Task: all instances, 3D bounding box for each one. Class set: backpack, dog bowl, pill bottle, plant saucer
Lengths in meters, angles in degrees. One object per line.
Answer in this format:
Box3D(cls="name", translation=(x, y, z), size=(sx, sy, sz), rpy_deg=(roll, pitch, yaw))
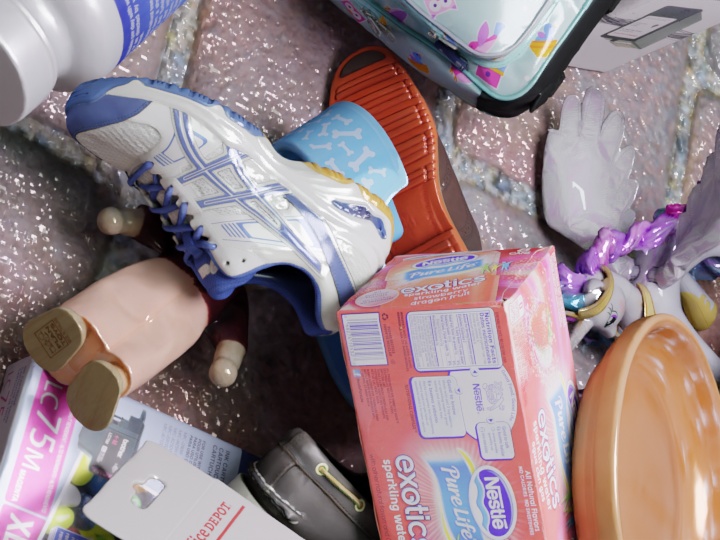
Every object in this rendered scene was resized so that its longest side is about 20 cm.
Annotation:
Box3D(cls="backpack", translation=(0.061, -0.214, 1.390), size=(0.200, 0.153, 0.176), rpy_deg=(36, 89, 12))
Box3D(cls="dog bowl", translation=(0.000, 0.000, 1.343), size=(0.049, 0.111, 0.200), rpy_deg=(-21, 90, -25))
Box3D(cls="pill bottle", translation=(-0.160, -0.173, 1.268), size=(0.112, 0.112, 0.200), rpy_deg=(51, 53, -13))
Box3D(cls="plant saucer", translation=(0.167, 0.126, 1.284), size=(0.200, 0.037, 0.201), rpy_deg=(20, 68, -61))

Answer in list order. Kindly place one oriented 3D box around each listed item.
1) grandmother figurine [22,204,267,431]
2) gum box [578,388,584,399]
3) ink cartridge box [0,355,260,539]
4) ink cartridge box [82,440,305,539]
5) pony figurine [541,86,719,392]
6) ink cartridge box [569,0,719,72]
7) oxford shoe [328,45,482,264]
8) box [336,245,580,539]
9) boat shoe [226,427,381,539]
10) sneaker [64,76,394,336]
Box3D(cls="grandmother figurine", translation=(-0.108, 0.013, 1.269), size=(0.200, 0.060, 0.121), rpy_deg=(-32, 94, -53))
Box3D(cls="gum box", translation=(0.171, 0.165, 1.413), size=(0.066, 0.113, 0.201), rpy_deg=(-17, 87, -38))
Box3D(cls="ink cartridge box", translation=(-0.123, 0.141, 1.253), size=(0.200, 0.042, 0.120), rpy_deg=(28, 62, -29))
Box3D(cls="ink cartridge box", translation=(-0.061, 0.185, 1.166), size=(0.200, 0.067, 0.117), rpy_deg=(35, 21, 3))
Box3D(cls="pony figurine", translation=(0.201, -0.009, 1.479), size=(0.200, 0.166, 0.194), rpy_deg=(30, 71, -45))
Box3D(cls="ink cartridge box", translation=(0.196, -0.234, 1.495), size=(0.084, 0.200, 0.146), rpy_deg=(7, 73, -37))
Box3D(cls="oxford shoe", translation=(0.032, -0.045, 1.417), size=(0.073, 0.071, 0.201), rpy_deg=(20, 52, -68))
Box3D(cls="box", translation=(0.066, 0.095, 1.238), size=(0.095, 0.102, 0.201), rpy_deg=(-42, 124, -60))
Box3D(cls="boat shoe", translation=(0.006, 0.148, 1.291), size=(0.061, 0.072, 0.201), rpy_deg=(-48, 139, 8))
Box3D(cls="sneaker", translation=(-0.079, -0.034, 1.232), size=(0.200, 0.075, 0.088), rpy_deg=(26, 70, -10))
